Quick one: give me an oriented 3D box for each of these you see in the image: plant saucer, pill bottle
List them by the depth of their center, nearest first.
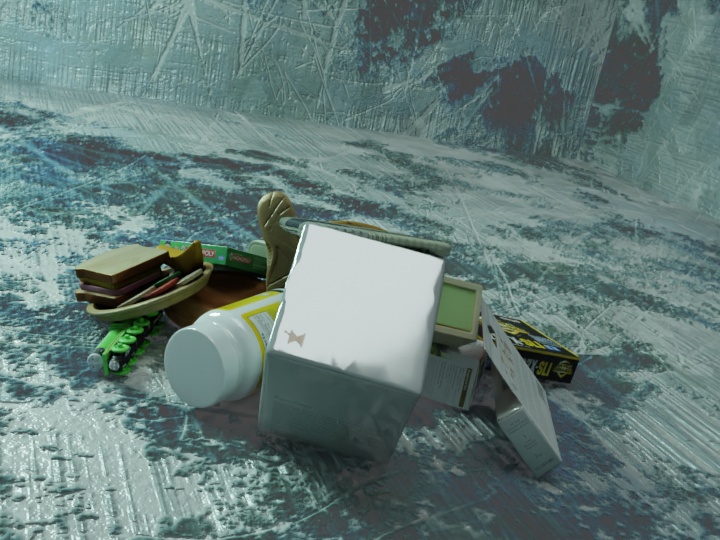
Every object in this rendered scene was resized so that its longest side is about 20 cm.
[{"bbox_3d":[-0.147,0.097,1.079,0.113,0.117,0.199,20,19,26],"label":"pill bottle"},{"bbox_3d":[-0.194,0.046,1.270,0.196,0.038,0.201,12,19,-4],"label":"plant saucer"}]

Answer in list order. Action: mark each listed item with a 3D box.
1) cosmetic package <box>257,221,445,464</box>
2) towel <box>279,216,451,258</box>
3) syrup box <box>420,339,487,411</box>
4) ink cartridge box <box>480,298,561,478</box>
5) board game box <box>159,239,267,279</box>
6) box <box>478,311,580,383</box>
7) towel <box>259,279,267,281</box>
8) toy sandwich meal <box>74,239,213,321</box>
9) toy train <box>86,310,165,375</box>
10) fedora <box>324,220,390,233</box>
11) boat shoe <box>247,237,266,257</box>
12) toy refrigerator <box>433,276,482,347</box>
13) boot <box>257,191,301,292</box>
[{"bbox_3d":[-0.014,0.087,0.955,0.163,0.201,0.170,15,57,0],"label":"cosmetic package"},{"bbox_3d":[0.001,-0.039,1.130,0.196,0.035,0.192,7,4,-18],"label":"towel"},{"bbox_3d":[0.075,0.121,1.208,0.196,0.083,0.079,15,17,14],"label":"syrup box"},{"bbox_3d":[0.189,0.144,1.106,0.175,0.043,0.200,54,15,-10],"label":"ink cartridge box"},{"bbox_3d":[-0.204,-0.013,1.352,0.132,0.030,0.199,7,-4,28],"label":"board game box"},{"bbox_3d":[0.219,0.112,1.335,0.197,0.050,0.159,13,15,-30],"label":"box"},{"bbox_3d":[-0.197,0.049,1.343,0.143,0.022,0.201,10,18,-7],"label":"towel"},{"bbox_3d":[-0.301,0.005,1.190,0.201,0.072,0.206,-15,15,4],"label":"toy sandwich meal"},{"bbox_3d":[-0.307,0.086,1.131,0.055,0.043,0.200,2,17,3],"label":"toy train"},{"bbox_3d":[0.000,0.000,1.241,0.196,0.083,0.202,14,25,-6],"label":"fedora"},{"bbox_3d":[-0.114,-0.014,1.505,0.199,0.073,0.060,23,24,37],"label":"boat shoe"},{"bbox_3d":[0.057,0.039,1.113,0.196,0.078,0.070,14,-16,-15],"label":"toy refrigerator"},{"bbox_3d":[-0.097,-0.001,1.284,0.071,0.204,0.156,-16,-14,6],"label":"boot"}]
